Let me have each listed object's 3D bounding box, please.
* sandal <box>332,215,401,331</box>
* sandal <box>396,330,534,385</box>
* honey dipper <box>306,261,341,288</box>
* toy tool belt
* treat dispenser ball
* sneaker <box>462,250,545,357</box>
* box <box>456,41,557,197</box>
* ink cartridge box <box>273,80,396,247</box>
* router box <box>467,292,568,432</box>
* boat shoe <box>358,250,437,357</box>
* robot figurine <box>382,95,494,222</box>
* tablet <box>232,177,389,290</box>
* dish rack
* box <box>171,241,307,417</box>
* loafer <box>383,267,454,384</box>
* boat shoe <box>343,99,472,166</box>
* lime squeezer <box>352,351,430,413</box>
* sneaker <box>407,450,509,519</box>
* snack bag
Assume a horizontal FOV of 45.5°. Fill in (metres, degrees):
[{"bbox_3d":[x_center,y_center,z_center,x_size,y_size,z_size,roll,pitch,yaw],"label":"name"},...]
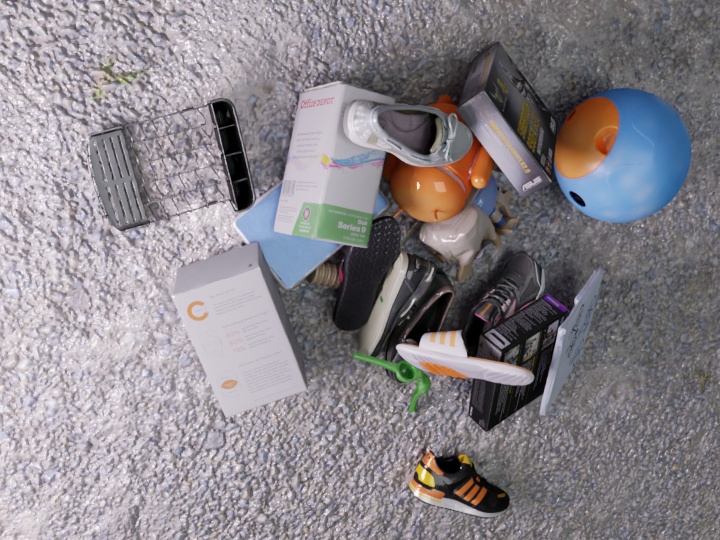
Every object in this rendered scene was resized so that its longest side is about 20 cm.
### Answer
[{"bbox_3d":[0.000,0.000,1.242,0.075,0.045,0.201,4,127,-23],"label":"sandal"},{"bbox_3d":[0.157,0.123,1.271,0.079,0.206,0.059,63,39,-62],"label":"sandal"},{"bbox_3d":[0.015,0.016,1.296,0.199,0.038,0.038,9,103,-26],"label":"honey dipper"},{"bbox_3d":[0.177,-0.090,1.294,0.200,0.125,0.123,-57,138,-16],"label":"toy tool belt"},{"bbox_3d":[0.394,-0.173,1.301,0.200,0.201,0.202,-7,109,-21],"label":"treat dispenser ball"},{"bbox_3d":[0.219,0.062,1.354,0.086,0.080,0.201,17,100,-57],"label":"sneaker"},{"bbox_3d":[0.211,-0.216,1.207,0.048,0.200,0.159,-30,110,30],"label":"box"},{"bbox_3d":[-0.037,-0.139,1.144,0.087,0.145,0.201,8,92,-26],"label":"ink cartridge box"},{"bbox_3d":[0.249,0.150,1.371,0.149,0.051,0.201,-27,140,-27],"label":"router box"},{"bbox_3d":[0.050,0.061,1.279,0.067,0.072,0.200,10,125,-24],"label":"boat shoe"},{"bbox_3d":[0.111,-0.153,1.217,0.143,0.117,0.201,25,68,1],"label":"robot figurine"},{"bbox_3d":[-0.069,-0.081,1.228,0.200,0.014,0.130,-40,102,-8],"label":"tablet"},{"bbox_3d":[-0.250,-0.133,1.127,0.199,0.055,0.154,-18,112,-16],"label":"dish rack"},{"bbox_3d":[-0.164,0.082,1.193,0.124,0.098,0.201,-18,114,0],"label":"box"},{"bbox_3d":[0.090,0.095,1.322,0.072,0.063,0.201,6,114,-28],"label":"loafer"},{"bbox_3d":[0.072,-0.173,1.082,0.201,0.065,0.075,9,93,-40],"label":"boat shoe"},{"bbox_3d":[0.066,0.165,1.326,0.200,0.070,0.038,48,50,-45],"label":"lime squeezer"},{"bbox_3d":[0.181,0.358,1.455,0.199,0.070,0.090,16,103,-24],"label":"sneaker"},{"bbox_3d":[0.336,0.117,1.385,0.200,0.021,0.189,-43,147,-46],"label":"snack bag"}]
